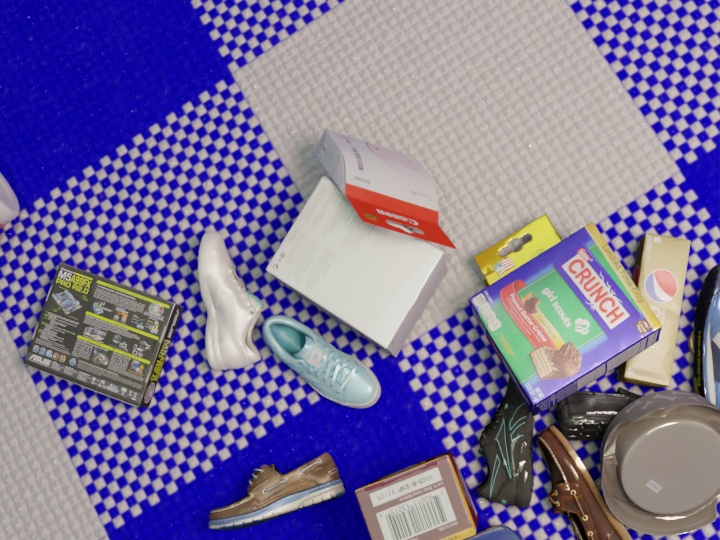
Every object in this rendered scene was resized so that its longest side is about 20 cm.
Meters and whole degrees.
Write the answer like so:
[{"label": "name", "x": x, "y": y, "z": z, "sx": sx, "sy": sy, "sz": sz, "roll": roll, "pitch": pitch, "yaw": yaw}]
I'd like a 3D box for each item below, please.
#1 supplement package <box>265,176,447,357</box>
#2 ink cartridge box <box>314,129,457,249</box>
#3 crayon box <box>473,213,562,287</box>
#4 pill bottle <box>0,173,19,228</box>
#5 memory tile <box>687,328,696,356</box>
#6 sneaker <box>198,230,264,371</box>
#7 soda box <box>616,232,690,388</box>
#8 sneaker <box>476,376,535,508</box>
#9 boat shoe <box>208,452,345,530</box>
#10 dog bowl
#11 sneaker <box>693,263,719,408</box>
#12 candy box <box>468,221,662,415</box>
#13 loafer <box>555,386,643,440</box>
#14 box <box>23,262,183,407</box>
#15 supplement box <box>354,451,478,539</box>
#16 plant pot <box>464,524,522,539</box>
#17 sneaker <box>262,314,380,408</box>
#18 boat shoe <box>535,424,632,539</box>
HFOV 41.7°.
[{"label": "supplement package", "x": 0.000, "y": 0.000, "z": 1.324, "sx": 0.198, "sy": 0.151, "sz": 0.153, "roll": 32, "pitch": 85, "yaw": 11}, {"label": "ink cartridge box", "x": 0.041, "y": -0.115, "z": 1.294, "sx": 0.160, "sy": 0.200, "sz": 0.058, "roll": 14, "pitch": 111, "yaw": -31}, {"label": "crayon box", "x": 0.260, "y": 0.039, "z": 1.336, "sx": 0.125, "sy": 0.051, "sz": 0.202, "roll": -29, "pitch": 79, "yaw": 2}, {"label": "pill bottle", "x": -0.631, "y": -0.077, "z": 1.437, "sx": 0.198, "sy": 0.112, "sz": 0.113, "roll": -33, "pitch": 78, "yaw": 1}, {"label": "memory tile", "x": 0.549, "y": 0.158, "z": 1.299, "sx": 0.150, "sy": 0.017, "sz": 0.204, "roll": -18, "pitch": 80, "yaw": 4}, {"label": "sneaker", "x": -0.185, "y": 0.041, "z": 1.383, "sx": 0.087, "sy": 0.075, "sz": 0.205, "roll": -7, "pitch": 90, "yaw": 9}, {"label": "soda box", "x": 0.404, "y": 0.057, "z": 1.306, "sx": 0.063, "sy": 0.068, "sz": 0.204, "roll": 9, "pitch": 82, "yaw": 8}, {"label": "sneaker", "x": 0.203, "y": 0.222, "z": 1.303, "sx": 0.077, "sy": 0.075, "sz": 0.205, "roll": 3, "pitch": 81, "yaw": 10}, {"label": "boat shoe", "x": -0.124, "y": 0.312, "z": 1.338, "sx": 0.196, "sy": 0.072, "sz": 0.074, "roll": -16, "pitch": 74, "yaw": -6}, {"label": "dog bowl", "x": 0.405, "y": 0.247, "z": 1.238, "sx": 0.195, "sy": 0.059, "sz": 0.204, "roll": 0, "pitch": 113, "yaw": -1}, {"label": "sneaker", "x": 0.495, "y": 0.093, "z": 1.273, "sx": 0.080, "sy": 0.074, "sz": 0.205, "roll": 2, "pitch": 90, "yaw": 8}, {"label": "candy box", "x": 0.271, "y": 0.065, "z": 1.256, "sx": 0.198, "sy": 0.077, "sz": 0.171, "roll": -31, "pitch": 69, "yaw": -1}, {"label": "loafer", "x": 0.365, "y": 0.191, "z": 1.290, "sx": 0.196, "sy": 0.069, "sz": 0.071, "roll": 1, "pitch": 49, "yaw": -2}, {"label": "box", "x": -0.383, "y": 0.096, "z": 1.413, "sx": 0.196, "sy": 0.044, "sz": 0.163, "roll": 17, "pitch": 83, "yaw": 9}, {"label": "supplement box", "x": 0.079, "y": 0.308, "z": 1.240, "sx": 0.129, "sy": 0.200, "sz": 0.105, "roll": -22, "pitch": 78, "yaw": 3}, {"label": "plant pot", "x": 0.153, "y": 0.437, "z": 1.217, "sx": 0.197, "sy": 0.200, "sz": 0.183, "roll": -22, "pitch": 73, "yaw": 4}, {"label": "sneaker", "x": -0.062, "y": 0.132, "z": 1.346, "sx": 0.198, "sy": 0.082, "sz": 0.075, "roll": 30, "pitch": 86, "yaw": 11}, {"label": "boat shoe", "x": 0.292, "y": 0.311, "z": 1.278, "sx": 0.070, "sy": 0.070, "sz": 0.202, "roll": -31, "pitch": 79, "yaw": -3}]
